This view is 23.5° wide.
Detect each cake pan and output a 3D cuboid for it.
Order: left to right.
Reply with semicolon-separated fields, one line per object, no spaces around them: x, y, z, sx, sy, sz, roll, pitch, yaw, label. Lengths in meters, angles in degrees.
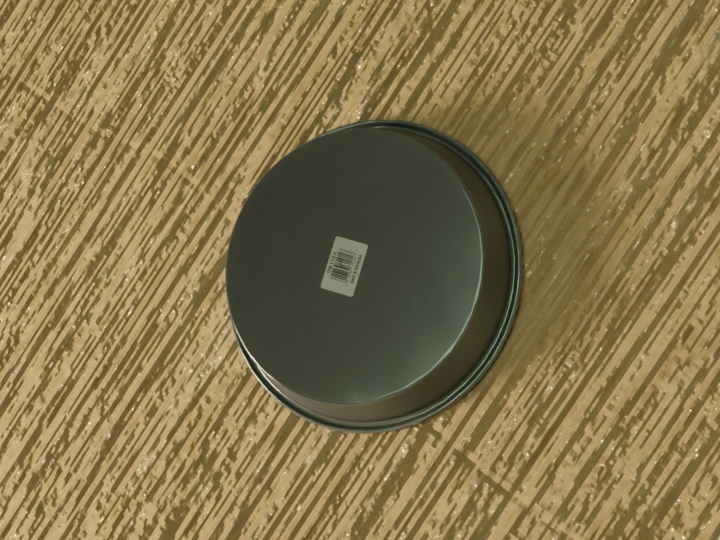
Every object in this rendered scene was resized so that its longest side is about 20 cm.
0.000;0.000;1.075;0.200;0.037;0.201;-4;79;22;cake pan
